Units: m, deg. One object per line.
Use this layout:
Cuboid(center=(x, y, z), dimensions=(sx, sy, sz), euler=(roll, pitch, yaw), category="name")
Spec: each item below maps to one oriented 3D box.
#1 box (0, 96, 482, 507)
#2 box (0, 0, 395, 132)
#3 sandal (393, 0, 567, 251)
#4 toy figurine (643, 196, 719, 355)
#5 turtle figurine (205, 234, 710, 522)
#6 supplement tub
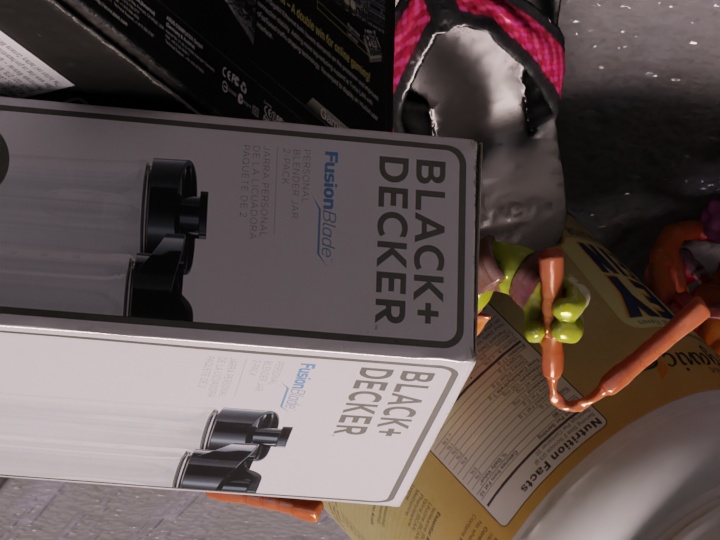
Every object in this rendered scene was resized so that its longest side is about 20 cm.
Cuboid(center=(-0.076, 0.008, 0.743), dimensions=(0.199, 0.060, 0.117), euler=(5, 157, -9), category="box")
Cuboid(center=(-0.072, -0.104, 0.767), dimensions=(0.086, 0.165, 0.200), euler=(-10, 155, 26), category="box")
Cuboid(center=(0.035, -0.063, 0.938), dimensions=(0.075, 0.045, 0.201), euler=(-11, 134, 4), category="sandal")
Cuboid(center=(0.170, 0.016, 1.123), dimensions=(0.199, 0.150, 0.184), euler=(26, 142, 5), category="toy figurine")
Cuboid(center=(0.000, 0.000, 0.954), dimensions=(0.199, 0.065, 0.161), euler=(-17, 136, 22), category="turtle figurine")
Cuboid(center=(0.072, 0.075, 1.050), dimensions=(0.144, 0.200, 0.145), euler=(-26, 140, -24), category="supplement tub")
